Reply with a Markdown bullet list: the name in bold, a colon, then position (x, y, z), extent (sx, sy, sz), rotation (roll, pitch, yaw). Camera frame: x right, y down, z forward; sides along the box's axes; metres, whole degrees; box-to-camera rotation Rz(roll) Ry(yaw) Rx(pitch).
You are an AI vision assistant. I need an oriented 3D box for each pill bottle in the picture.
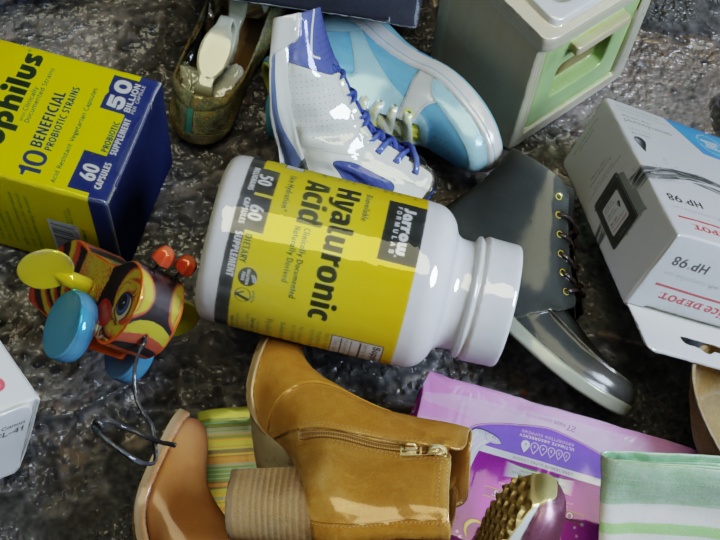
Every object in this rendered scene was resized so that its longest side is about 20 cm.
- **pill bottle**: position (0.000, 0.000, 0.799), extent (0.198, 0.112, 0.112), rotation (13, 62, -1)

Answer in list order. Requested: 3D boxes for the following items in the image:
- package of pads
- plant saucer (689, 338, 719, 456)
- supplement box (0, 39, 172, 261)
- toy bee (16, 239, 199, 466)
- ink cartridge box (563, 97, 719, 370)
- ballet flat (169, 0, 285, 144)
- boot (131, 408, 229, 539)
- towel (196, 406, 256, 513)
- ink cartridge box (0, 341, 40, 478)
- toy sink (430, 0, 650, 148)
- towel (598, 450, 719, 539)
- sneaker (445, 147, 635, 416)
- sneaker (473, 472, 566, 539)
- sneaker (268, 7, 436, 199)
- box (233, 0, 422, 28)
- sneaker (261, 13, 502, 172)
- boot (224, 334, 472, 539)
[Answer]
- **package of pads**: position (0.119, 0.154, 0.804), extent (0.198, 0.076, 0.121), rotation (16, 61, 4)
- **plant saucer**: position (0.285, 0.133, 0.807), extent (0.199, 0.036, 0.201), rotation (26, 35, -20)
- **supplement box**: position (-0.250, -0.089, 0.888), extent (0.198, 0.110, 0.110), rotation (15, 62, 4)
- **toy bee**: position (-0.149, 0.025, 0.807), extent (0.200, 0.131, 0.109), rotation (38, 100, 28)
- **ink cartridge box**: position (0.229, -0.025, 0.855), extent (0.115, 0.067, 0.201), rotation (15, 37, -23)
- **ballet flat**: position (-0.103, -0.194, 0.978), extent (0.070, 0.071, 0.201), rotation (14, 62, 4)
- **boot**: position (-0.070, 0.190, 0.768), extent (0.153, 0.074, 0.202), rotation (8, 61, -4)
- **towel**: position (-0.067, 0.185, 0.811), extent (0.085, 0.018, 0.202), rotation (-3, 63, 1)
- **ink cartridge box**: position (-0.324, 0.058, 0.789), extent (0.147, 0.086, 0.200), rotation (-20, 60, -39)
- **toy sink**: position (0.145, -0.208, 0.928), extent (0.130, 0.200, 0.112), rotation (-33, 68, -20)
- **towel**: position (0.217, 0.202, 0.725), extent (0.151, 0.202, 0.023), rotation (2, 22, 12)
- **sneaker**: position (0.140, 0.004, 0.867), extent (0.106, 0.075, 0.200), rotation (-46, 71, 3)
- **sneaker**: position (0.099, 0.211, 0.725), extent (0.089, 0.201, 0.075), rotation (19, 26, 2)
- **sneaker**: position (-0.004, -0.089, 0.878), extent (0.114, 0.081, 0.201), rotation (-7, 104, -2)
- **box**: position (-0.039, -0.292, 0.961), extent (0.196, 0.124, 0.201), rotation (9, 32, -1)
- **sneaker**: position (0.004, -0.116, 0.940), extent (0.130, 0.080, 0.200), rotation (-37, 61, -22)
- **boot**: position (-0.001, 0.102, 0.771), extent (0.142, 0.071, 0.202), rotation (-2, 31, 4)
